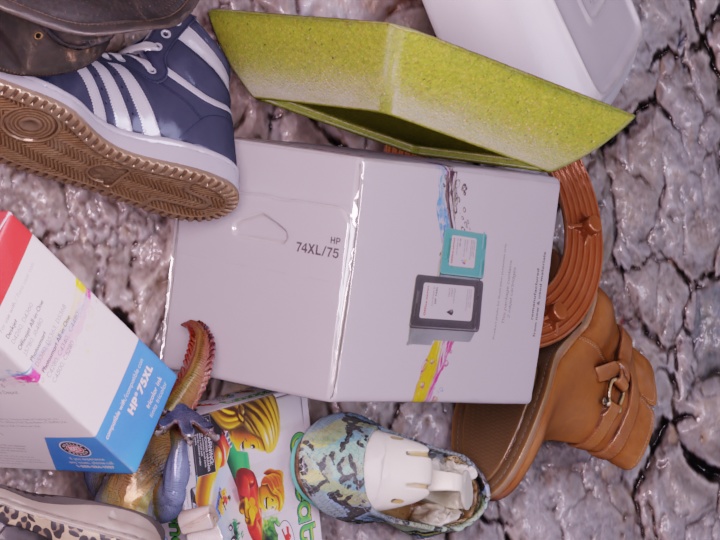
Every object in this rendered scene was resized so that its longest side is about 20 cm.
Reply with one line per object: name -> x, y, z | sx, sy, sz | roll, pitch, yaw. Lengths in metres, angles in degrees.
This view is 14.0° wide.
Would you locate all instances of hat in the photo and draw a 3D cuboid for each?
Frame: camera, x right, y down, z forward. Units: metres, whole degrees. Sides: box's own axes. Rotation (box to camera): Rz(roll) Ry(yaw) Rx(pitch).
hat -> -0.190, -0.158, 1.605 | 0.200, 0.200, 0.081 | -22, 144, -49

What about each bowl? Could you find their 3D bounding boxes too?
bowl -> 0.120, -0.182, 1.972 | 0.201, 0.074, 0.200 | 63, 28, -15

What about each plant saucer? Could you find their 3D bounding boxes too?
plant saucer -> 0.030, -0.105, 1.791 | 0.199, 0.199, 0.048 | 18, 86, -37

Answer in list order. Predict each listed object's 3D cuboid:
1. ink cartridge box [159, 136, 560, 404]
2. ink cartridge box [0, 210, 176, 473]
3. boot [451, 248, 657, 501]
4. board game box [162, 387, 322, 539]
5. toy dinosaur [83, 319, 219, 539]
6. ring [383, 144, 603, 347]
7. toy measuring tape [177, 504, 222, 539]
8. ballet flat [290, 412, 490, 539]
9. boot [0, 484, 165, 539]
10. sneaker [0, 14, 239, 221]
ink cartridge box -> 0.000, 0.000, 1.802 | 0.199, 0.146, 0.147 | 4, 95, -50
ink cartridge box -> -0.205, 0.029, 1.579 | 0.200, 0.116, 0.068 | 49, 54, -40
boot -> 0.140, 0.102, 2.051 | 0.155, 0.076, 0.201 | 46, 45, -40
board game box -> -0.074, 0.179, 1.805 | 0.126, 0.034, 0.202 | -14, 100, -51
toy dinosaur -> -0.125, 0.156, 1.694 | 0.200, 0.104, 0.183 | -36, 143, -53
ring -> 0.095, -0.045, 1.982 | 0.199, 0.019, 0.202 | 17, 62, -35
toy measuring tape -> -0.092, 0.228, 1.666 | 0.073, 0.073, 0.201 | 15, 62, -50
ballet flat -> 0.027, 0.130, 1.876 | 0.200, 0.074, 0.075 | 19, 75, -63
boot -> -0.197, 0.193, 1.544 | 0.199, 0.073, 0.152 | 10, 58, -23
sneaker -> -0.154, -0.109, 1.687 | 0.199, 0.070, 0.109 | 22, 55, -34
